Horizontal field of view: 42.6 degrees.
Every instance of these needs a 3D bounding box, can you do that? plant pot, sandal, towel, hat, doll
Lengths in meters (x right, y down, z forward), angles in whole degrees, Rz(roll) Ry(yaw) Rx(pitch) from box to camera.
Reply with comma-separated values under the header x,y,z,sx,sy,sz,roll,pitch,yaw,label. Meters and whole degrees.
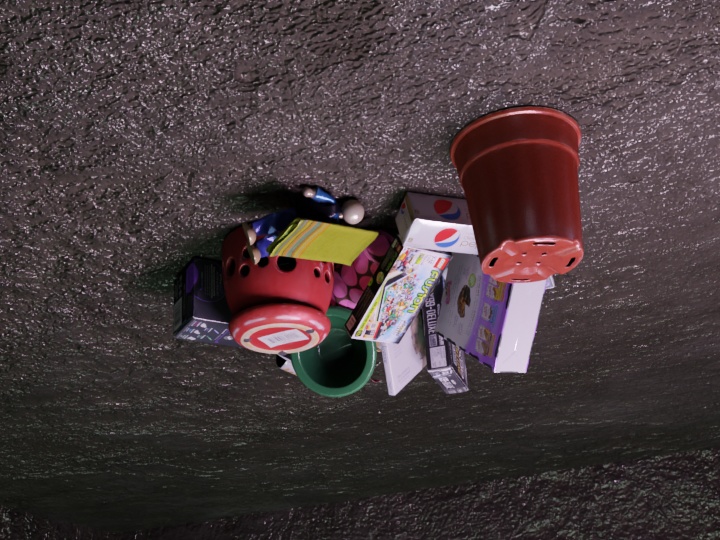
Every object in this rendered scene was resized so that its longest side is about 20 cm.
x,y,z,sx,sy,sz,roll,pitch,yaw,label
0.239,-0.100,1.350,0.198,0.198,0.201,-3,155,-2,plant pot
-0.167,0.175,2.028,0.059,0.080,0.207,-15,144,26,sandal
-0.057,-0.044,1.493,0.086,0.018,0.199,-42,151,29,towel
-0.042,0.143,1.791,0.163,0.203,0.176,5,-166,6,hat
-0.088,-0.071,1.494,0.198,0.049,0.138,-19,132,-13,doll
-0.143,0.034,1.603,0.197,0.185,0.201,-2,153,-1,plant pot

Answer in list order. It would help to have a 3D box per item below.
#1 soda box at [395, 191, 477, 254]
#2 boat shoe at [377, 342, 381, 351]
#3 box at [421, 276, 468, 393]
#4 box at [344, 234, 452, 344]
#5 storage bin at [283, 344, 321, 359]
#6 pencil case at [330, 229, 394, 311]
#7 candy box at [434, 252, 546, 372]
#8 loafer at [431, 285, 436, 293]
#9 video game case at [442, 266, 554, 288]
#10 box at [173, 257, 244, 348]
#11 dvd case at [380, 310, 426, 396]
x,y,z,sx,sy,sz,roll,pitch,yaw,label
0.162,-0.074,1.528,0.197,0.069,0.064,5,134,-19,soda box
0.045,0.137,1.976,0.198,0.067,0.074,-15,153,22,boat shoe
0.162,0.122,1.802,0.049,0.202,0.158,-11,153,15,box
0.064,0.035,1.585,0.109,0.035,0.201,9,122,-35,box
-0.095,0.135,1.888,0.134,0.095,0.200,-2,158,32,storage bin
0.000,0.000,1.660,0.090,0.094,0.200,-18,162,-35,pencil case
0.217,0.059,1.572,0.071,0.170,0.200,4,-166,-27,candy box
0.129,-0.020,1.649,0.072,0.073,0.201,-2,154,-1,loafer
0.266,0.009,1.787,0.197,0.024,0.182,-11,154,15,video game case
-0.239,0.067,1.723,0.198,0.124,0.106,12,151,-29,box
0.079,0.114,1.732,0.017,0.203,0.142,3,-158,33,dvd case
